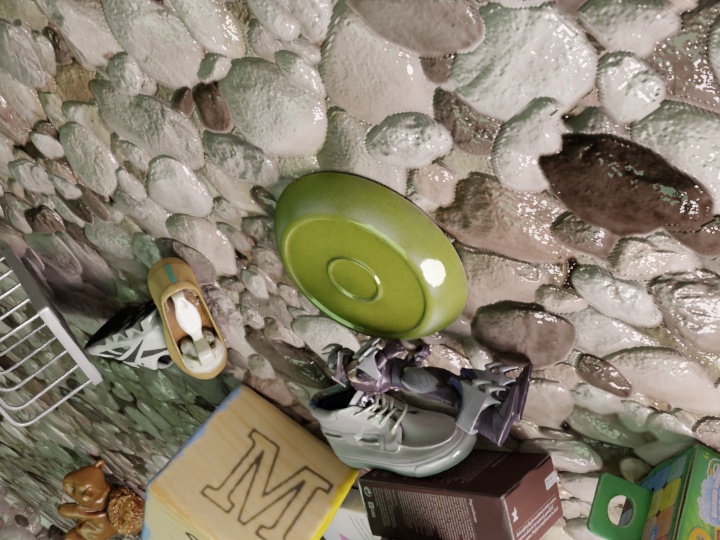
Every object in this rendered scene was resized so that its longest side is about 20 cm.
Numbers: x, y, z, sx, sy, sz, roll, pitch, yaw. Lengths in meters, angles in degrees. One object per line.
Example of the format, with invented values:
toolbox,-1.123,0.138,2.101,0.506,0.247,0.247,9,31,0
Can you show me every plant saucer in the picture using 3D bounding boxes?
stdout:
plant saucer,0.000,0.000,0.706,0.198,0.031,0.201,22,144,17

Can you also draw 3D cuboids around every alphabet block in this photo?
alphabet block,-0.147,0.311,1.014,0.199,0.197,0.196,33,139,11

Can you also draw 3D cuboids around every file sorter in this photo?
file sorter,-0.459,0.090,1.030,0.199,0.124,0.140,34,155,46

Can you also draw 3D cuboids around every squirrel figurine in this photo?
squirrel figurine,-0.547,0.491,1.657,0.197,0.142,0.188,12,131,5

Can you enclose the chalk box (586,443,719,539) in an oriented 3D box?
chalk box,0.300,0.247,0.680,0.198,0.125,0.124,28,145,5

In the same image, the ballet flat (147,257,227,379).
ballet flat,-0.199,0.075,0.909,0.063,0.068,0.201,48,161,44

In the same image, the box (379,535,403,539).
box,0.076,0.307,0.856,0.109,0.200,0.035,-10,93,22

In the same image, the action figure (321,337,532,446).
action figure,0.052,0.098,0.717,0.198,0.070,0.130,12,-177,22

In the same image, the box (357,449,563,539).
box,0.105,0.244,0.837,0.199,0.100,0.076,-10,97,45

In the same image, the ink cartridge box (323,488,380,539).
ink cartridge box,0.020,0.395,1.149,0.198,0.043,0.197,2,134,39

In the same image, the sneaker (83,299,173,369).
sneaker,-0.292,0.098,1.014,0.199,0.074,0.089,-13,122,47

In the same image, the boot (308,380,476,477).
boot,0.025,0.167,0.848,0.199,0.074,0.096,-14,121,41

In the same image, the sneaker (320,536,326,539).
sneaker,-0.082,0.461,1.250,0.059,0.105,0.201,13,140,27
